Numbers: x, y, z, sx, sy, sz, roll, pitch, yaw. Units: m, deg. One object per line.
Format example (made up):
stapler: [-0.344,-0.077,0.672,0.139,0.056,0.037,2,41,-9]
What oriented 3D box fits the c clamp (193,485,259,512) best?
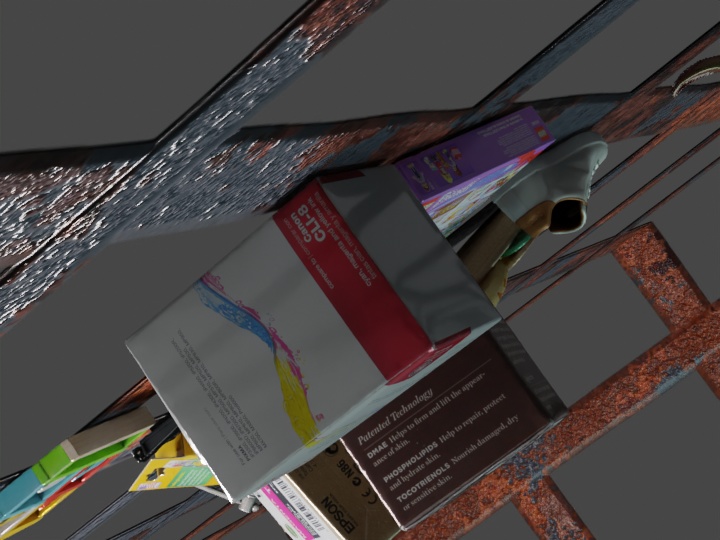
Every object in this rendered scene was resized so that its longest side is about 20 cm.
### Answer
c clamp: [-0.067,0.182,1.937,0.200,0.170,0.027,-61,-167,1]

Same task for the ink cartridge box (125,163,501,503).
ink cartridge box: [-0.034,0.043,1.279,0.200,0.145,0.145,-39,172,22]

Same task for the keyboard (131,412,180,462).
keyboard: [-0.156,0.126,1.626,0.127,0.021,0.200,-44,177,18]

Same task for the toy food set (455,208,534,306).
toy food set: [0.126,0.002,1.893,0.198,0.049,0.200,-52,-176,-20]

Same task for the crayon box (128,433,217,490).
crayon box: [-0.130,0.180,1.827,0.199,0.052,0.126,-2,160,-20]

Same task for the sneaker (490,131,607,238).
sneaker: [0.202,-0.078,1.795,0.073,0.085,0.200,-44,170,39]

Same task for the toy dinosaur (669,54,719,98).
toy dinosaur: [0.446,-0.258,1.940,0.199,0.105,0.182,1,-160,19]

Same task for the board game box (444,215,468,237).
board game box: [0.000,0.000,1.602,0.200,0.029,0.135,-29,169,-39]

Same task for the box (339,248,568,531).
box: [0.060,0.099,1.598,0.164,0.200,0.166,-37,171,9]

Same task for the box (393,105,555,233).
box: [0.055,-0.059,1.442,0.137,0.039,0.200,-41,170,39]

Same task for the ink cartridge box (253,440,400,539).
ink cartridge box: [-0.056,0.185,1.690,0.075,0.200,0.165,-42,180,-20]

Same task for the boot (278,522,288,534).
boot: [-0.063,0.188,1.998,0.200,0.151,0.073,-40,171,23]

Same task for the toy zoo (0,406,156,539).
toy zoo: [-0.283,0.195,1.582,0.200,0.020,0.131,-39,171,24]
